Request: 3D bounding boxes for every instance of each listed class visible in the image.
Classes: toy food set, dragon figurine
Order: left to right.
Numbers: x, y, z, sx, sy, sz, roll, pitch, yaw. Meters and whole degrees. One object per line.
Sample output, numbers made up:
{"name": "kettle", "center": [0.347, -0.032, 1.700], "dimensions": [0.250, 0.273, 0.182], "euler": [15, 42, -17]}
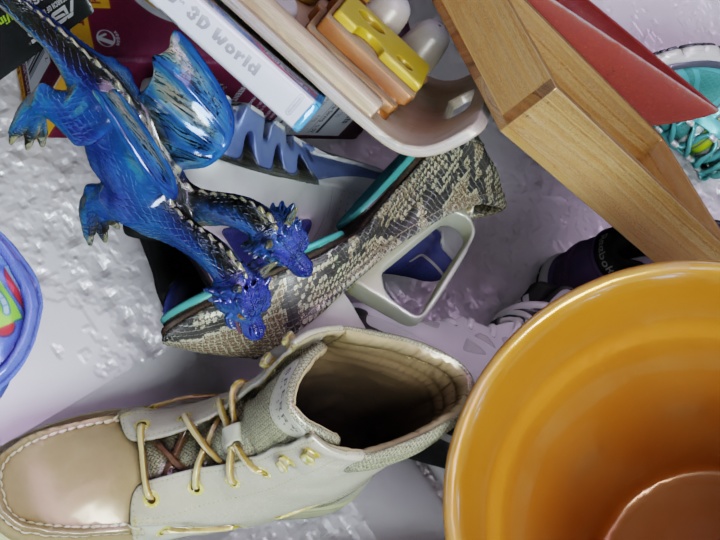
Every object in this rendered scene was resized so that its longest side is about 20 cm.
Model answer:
{"name": "dragon figurine", "center": [-0.093, -0.061, 0.642], "dimensions": [0.059, 0.099, 0.200], "euler": [-46, 120, -36]}
{"name": "toy food set", "center": [-0.013, -0.145, 0.727], "dimensions": [0.200, 0.060, 0.144], "euler": [42, 20, -8]}

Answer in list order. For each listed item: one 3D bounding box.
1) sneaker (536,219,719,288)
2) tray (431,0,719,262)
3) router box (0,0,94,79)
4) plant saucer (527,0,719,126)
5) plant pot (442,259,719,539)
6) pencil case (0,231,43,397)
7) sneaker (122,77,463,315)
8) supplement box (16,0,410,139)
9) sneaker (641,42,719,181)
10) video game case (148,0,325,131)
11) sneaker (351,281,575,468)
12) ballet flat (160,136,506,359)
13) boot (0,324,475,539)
{"name": "sneaker", "center": [0.211, 0.009, 0.910], "dimensions": [0.200, 0.088, 0.076], "euler": [1, 67, -28]}
{"name": "tray", "center": [0.117, -0.068, 0.775], "dimensions": [0.200, 0.037, 0.099], "euler": [34, 26, -46]}
{"name": "router box", "center": [-0.238, -0.087, 0.666], "dimensions": [0.200, 0.150, 0.062], "euler": [-45, 124, -36]}
{"name": "plant saucer", "center": [0.087, -0.161, 0.883], "dimensions": [0.199, 0.037, 0.200], "euler": [25, 18, -33]}
{"name": "plant pot", "center": [0.153, 0.122, 0.687], "dimensions": [0.200, 0.183, 0.201], "euler": [-7, 65, 14]}
{"name": "pencil case", "center": [-0.182, 0.031, 0.617], "dimensions": [0.087, 0.200, 0.078], "euler": [-10, 81, -20]}
{"name": "sneaker", "center": [-0.048, -0.012, 0.791], "dimensions": [0.199, 0.080, 0.115], "euler": [22, 85, -39]}
{"name": "supplement box", "center": [-0.081, -0.137, 0.820], "dimensions": [0.200, 0.086, 0.111], "euler": [-3, 68, -30]}
{"name": "sneaker", "center": [0.225, -0.098, 0.982], "dimensions": [0.200, 0.077, 0.080], "euler": [2, 78, -26]}
{"name": "video game case", "center": [-0.095, -0.140, 0.689], "dimensions": [0.200, 0.143, 0.018], "euler": [41, 98, -6]}
{"name": "sneaker", "center": [0.062, 0.046, 0.828], "dimensions": [0.200, 0.076, 0.116], "euler": [31, 48, -25]}
{"name": "ballet flat", "center": [0.000, 0.000, 0.731], "dimensions": [0.200, 0.068, 0.075], "euler": [-37, 93, -30]}
{"name": "boot", "center": [-0.063, 0.077, 0.684], "dimensions": [0.200, 0.155, 0.072], "euler": [-3, 72, -25]}
